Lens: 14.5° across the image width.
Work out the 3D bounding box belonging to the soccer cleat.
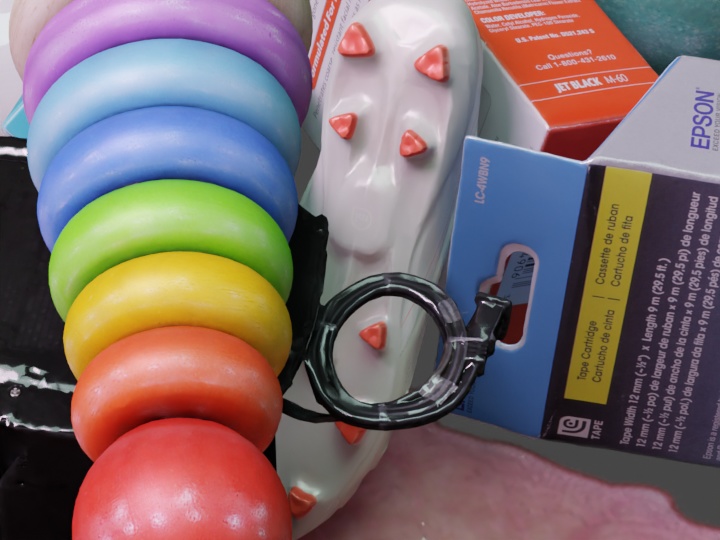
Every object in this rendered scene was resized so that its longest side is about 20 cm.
[{"bbox_3d":[0.000,0.000,0.964,0.069,0.201,0.078,22,12,14],"label":"soccer cleat"}]

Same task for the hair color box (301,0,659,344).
[{"bbox_3d":[0.030,-0.078,1.055,0.064,0.111,0.200,-10,47,-30],"label":"hair color box"}]

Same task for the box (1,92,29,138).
[{"bbox_3d":[-0.067,-0.059,0.980,0.082,0.049,0.200,42,11,-10],"label":"box"}]

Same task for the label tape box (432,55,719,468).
[{"bbox_3d":[0.131,0.001,0.964,0.199,0.144,0.066,10,47,5],"label":"label tape box"}]

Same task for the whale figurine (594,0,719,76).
[{"bbox_3d":[0.152,-0.128,1.138,0.199,0.104,0.159,-5,33,-40],"label":"whale figurine"}]

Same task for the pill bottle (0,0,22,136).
[{"bbox_3d":[-0.216,-0.060,1.036,0.199,0.111,0.111,-9,48,-10],"label":"pill bottle"}]

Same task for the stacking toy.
[{"bbox_3d":[-0.048,0.003,0.735,0.085,0.086,0.201,-3,51,-5],"label":"stacking toy"}]

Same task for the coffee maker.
[{"bbox_3d":[-0.066,0.075,0.855,0.192,0.200,0.135,25,53,21],"label":"coffee maker"}]
